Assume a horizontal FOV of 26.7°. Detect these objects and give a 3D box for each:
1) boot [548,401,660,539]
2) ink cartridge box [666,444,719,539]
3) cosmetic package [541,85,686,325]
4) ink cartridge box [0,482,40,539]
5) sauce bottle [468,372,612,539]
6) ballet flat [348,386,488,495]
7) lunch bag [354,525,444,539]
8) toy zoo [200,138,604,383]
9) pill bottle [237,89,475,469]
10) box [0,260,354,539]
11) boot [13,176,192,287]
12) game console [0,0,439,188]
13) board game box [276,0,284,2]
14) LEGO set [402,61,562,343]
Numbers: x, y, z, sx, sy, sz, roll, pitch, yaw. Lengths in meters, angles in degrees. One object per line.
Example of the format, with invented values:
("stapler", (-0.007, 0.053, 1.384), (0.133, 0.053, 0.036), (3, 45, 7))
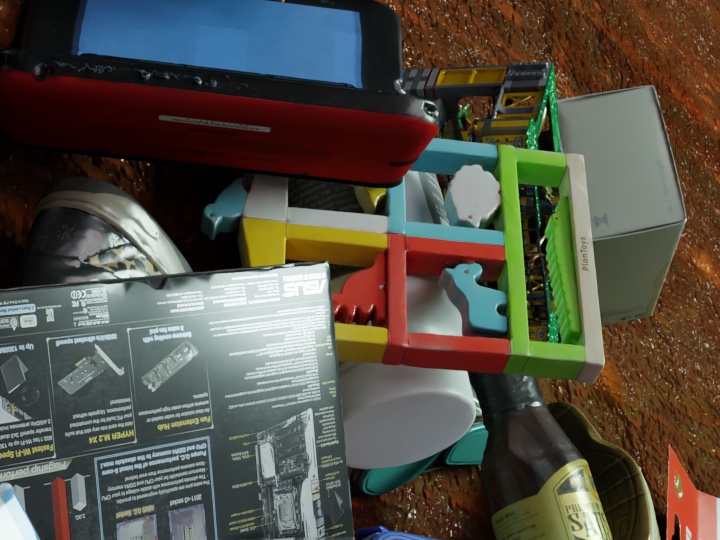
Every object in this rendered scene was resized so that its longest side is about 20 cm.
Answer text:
("boot", (0.169, 0.186, 0.975), (0.155, 0.072, 0.200), (58, 2, -20))
("ink cartridge box", (0.278, 0.248, 1.132), (0.201, 0.057, 0.164), (60, 30, -43))
("cosmetic package", (0.173, -0.038, 1.070), (0.200, 0.072, 0.104), (80, 0, -72))
("ink cartridge box", (-0.175, 0.177, 0.429), (0.146, 0.199, 0.148), (-35, 101, -57))
("sauce bottle", (0.105, 0.137, 0.856), (0.066, 0.066, 0.202), (11, 57, -52))
("ballet flat", (0.038, 0.091, 0.918), (0.064, 0.068, 0.199), (50, 26, 24))
("lunch bag", (0.048, 0.222, 0.834), (0.199, 0.075, 0.162), (22, 53, -49))
("toy zoo", (0.019, -0.013, 0.759), (0.198, 0.021, 0.132), (5, 55, -8))
("pill bottle", (0.000, 0.000, 0.827), (0.110, 0.110, 0.201), (25, 41, -46))
("box", (-0.089, 0.081, 0.618), (0.199, 0.049, 0.159), (-6, 91, -46))
("boot", (-0.105, 0.074, 0.703), (0.201, 0.073, 0.151), (55, 39, -33))
("game console", (-0.068, -0.112, 0.729), (0.198, 0.172, 0.120), (5, 80, -7))
("board game box", (-0.078, -0.304, 0.773), (0.198, 0.201, 0.201), (22, 46, -4))
("LEGO set", (0.063, -0.035, 0.942), (0.154, 0.115, 0.201), (-74, 157, -47))
